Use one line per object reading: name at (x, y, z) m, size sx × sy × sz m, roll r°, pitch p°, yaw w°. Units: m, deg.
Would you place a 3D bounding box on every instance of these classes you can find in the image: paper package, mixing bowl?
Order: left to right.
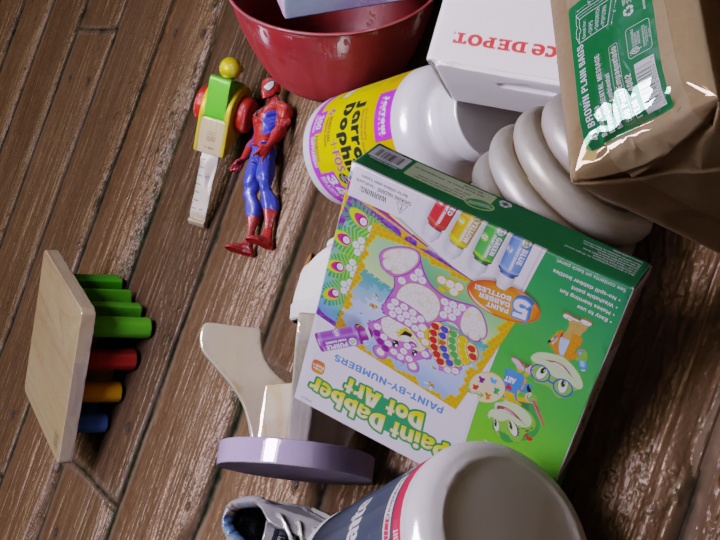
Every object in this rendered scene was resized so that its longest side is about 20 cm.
mixing bowl at (-0.024, -0.228, 1.143) m, size 0.200 × 0.199 × 0.109 m, roll -114°, pitch 17°, yaw -47°
paper package at (0.209, -0.127, 0.718) m, size 0.103 × 0.190 × 0.201 m, roll -31°, pitch 50°, yaw 44°

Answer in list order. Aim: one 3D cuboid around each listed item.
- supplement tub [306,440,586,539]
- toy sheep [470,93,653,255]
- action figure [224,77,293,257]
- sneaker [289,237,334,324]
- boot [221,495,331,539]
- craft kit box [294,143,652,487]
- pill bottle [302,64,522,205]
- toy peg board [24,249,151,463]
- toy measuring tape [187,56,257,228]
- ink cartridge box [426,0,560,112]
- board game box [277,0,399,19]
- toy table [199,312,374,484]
supplement tub at (0.040, 0.208, 0.796) m, size 0.200 × 0.140 × 0.141 m, roll -41°, pitch 43°, yaw 45°
toy sheep at (0.137, -0.046, 0.832) m, size 0.200 × 0.138 × 0.138 m, roll -49°, pitch 38°, yaw 28°
action figure at (-0.108, -0.119, 1.309) m, size 0.065 × 0.052 × 0.201 m, roll -23°, pitch 53°, yaw 53°
sneaker at (0.000, 0.000, 1.061) m, size 0.200 × 0.073 × 0.085 m, roll -10°, pitch 67°, yaw 55°
boot at (-0.038, 0.231, 0.973) m, size 0.200 × 0.095 × 0.074 m, roll 4°, pitch 77°, yaw 56°
craft kit box at (0.066, 0.044, 0.810) m, size 0.199 × 0.049 × 0.198 m, roll 25°, pitch 125°, yaw 18°
pill bottle at (0.044, -0.116, 1.031) m, size 0.200 × 0.104 × 0.105 m, roll -9°, pitch 66°, yaw 54°
toy peg board at (-0.337, 0.103, 1.503) m, size 0.200 × 0.097 × 0.200 m, roll 41°, pitch 123°, yaw 56°
toy measuring tape at (-0.162, -0.150, 1.401) m, size 0.074 × 0.073 × 0.201 m, roll 46°, pitch 129°, yaw 54°
ink cartridge box at (0.148, -0.218, 0.888) m, size 0.145 × 0.084 × 0.201 m, roll 13°, pitch 80°, yaw 19°
board game box at (0.003, -0.314, 1.126) m, size 0.200 × 0.199 × 0.041 m, roll -110°, pitch 14°, yaw -46°
toy table at (-0.045, 0.110, 0.991) m, size 0.200 × 0.183 × 0.118 m, roll 138°, pitch 139°, yaw -71°
